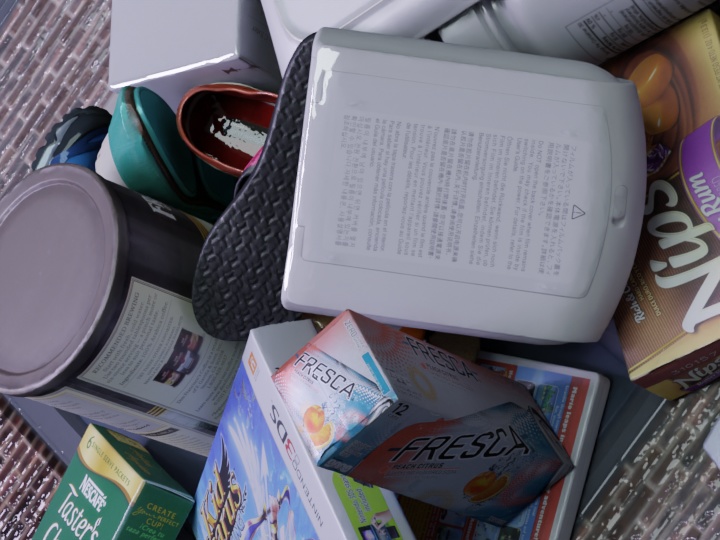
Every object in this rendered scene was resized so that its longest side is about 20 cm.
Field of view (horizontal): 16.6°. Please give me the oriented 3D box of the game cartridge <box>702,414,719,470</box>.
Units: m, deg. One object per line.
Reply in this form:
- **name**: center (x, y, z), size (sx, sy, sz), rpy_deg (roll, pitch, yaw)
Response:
- **game cartridge**: center (0.291, 0.070, 1.343), size (0.200, 0.040, 0.133), rpy_deg (-42, 70, 17)

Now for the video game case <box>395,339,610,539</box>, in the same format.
- **video game case**: center (0.051, 0.118, 1.527), size (0.200, 0.017, 0.143), rpy_deg (10, 80, 38)

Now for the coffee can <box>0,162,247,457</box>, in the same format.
- **coffee can**: center (-0.132, 0.032, 1.562), size (0.146, 0.200, 0.147), rpy_deg (-18, 61, 38)

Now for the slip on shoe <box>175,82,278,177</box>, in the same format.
- **slip on shoe**: center (-0.026, -0.071, 1.517), size (0.200, 0.061, 0.074), rpy_deg (18, 94, 18)

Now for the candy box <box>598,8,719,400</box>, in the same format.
- **candy box**: center (0.194, -0.038, 1.452), size (0.117, 0.056, 0.200), rpy_deg (-26, 59, 26)

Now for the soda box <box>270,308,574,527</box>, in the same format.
- **soda box**: center (0.038, 0.087, 1.406), size (0.064, 0.200, 0.068), rpy_deg (-41, 57, 18)

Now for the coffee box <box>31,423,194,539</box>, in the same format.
- **coffee box**: center (-0.189, 0.211, 1.625), size (0.200, 0.044, 0.123), rpy_deg (-62, 27, 4)

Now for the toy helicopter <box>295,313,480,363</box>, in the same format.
- **toy helicopter**: center (0.000, 0.000, 1.540), size (0.200, 0.132, 0.079), rpy_deg (45, 142, 27)

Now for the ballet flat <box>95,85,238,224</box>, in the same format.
- **ballet flat**: center (-0.131, -0.061, 1.602), size (0.070, 0.200, 0.068), rpy_deg (-20, 69, 15)

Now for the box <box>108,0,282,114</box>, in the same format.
- **box**: center (-0.078, -0.197, 1.641), size (0.106, 0.152, 0.201), rpy_deg (-10, 68, 31)

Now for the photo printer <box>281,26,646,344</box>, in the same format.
- **photo printer**: center (0.063, -0.046, 1.415), size (0.199, 0.069, 0.167), rpy_deg (7, 99, 3)

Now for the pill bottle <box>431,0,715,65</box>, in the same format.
- **pill bottle**: center (0.144, -0.188, 1.462), size (0.200, 0.113, 0.114), rpy_deg (-28, 60, 20)

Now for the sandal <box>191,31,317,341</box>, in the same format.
- **sandal**: center (-0.040, -0.049, 1.479), size (0.075, 0.045, 0.200), rpy_deg (22, 100, -5)

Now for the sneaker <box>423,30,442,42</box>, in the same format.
- **sneaker**: center (0.026, -0.119, 1.598), size (0.081, 0.075, 0.200), rpy_deg (-22, 55, 39)

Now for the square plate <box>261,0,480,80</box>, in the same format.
- **square plate**: center (0.003, -0.225, 1.481), size (0.198, 0.028, 0.200), rpy_deg (-31, 63, 27)

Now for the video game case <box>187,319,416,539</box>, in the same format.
- **video game case**: center (-0.038, 0.162, 1.491), size (0.182, 0.045, 0.200), rpy_deg (64, 150, 33)

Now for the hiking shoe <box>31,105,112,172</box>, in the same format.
- **hiking shoe**: center (-0.191, -0.013, 1.722), size (0.087, 0.074, 0.201), rpy_deg (15, 94, 31)
